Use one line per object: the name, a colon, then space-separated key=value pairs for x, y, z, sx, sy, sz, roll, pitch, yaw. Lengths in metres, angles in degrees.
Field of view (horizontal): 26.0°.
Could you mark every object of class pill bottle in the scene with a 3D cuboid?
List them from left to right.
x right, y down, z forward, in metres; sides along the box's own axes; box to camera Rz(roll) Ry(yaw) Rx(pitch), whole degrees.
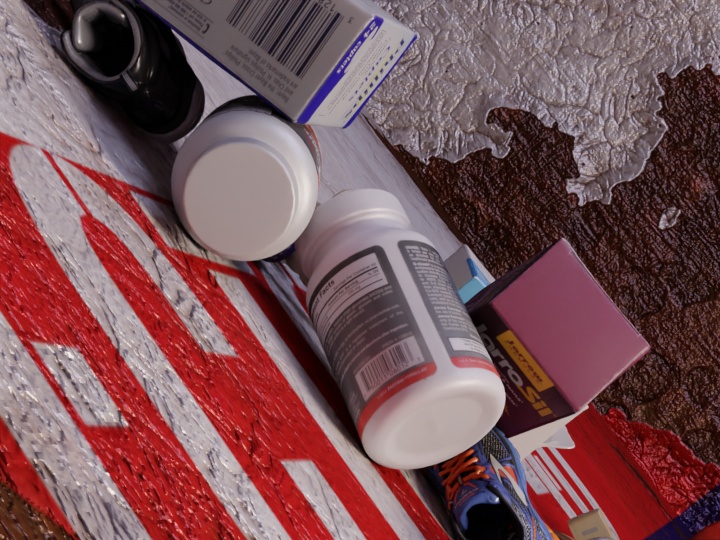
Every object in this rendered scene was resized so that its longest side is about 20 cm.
pill bottle: x=-0.085 y=-0.069 z=1.185 sx=0.111 sy=0.110 sz=0.200 roll=49 pitch=8 yaw=-9
pill bottle: x=0.025 y=0.041 z=1.206 sx=0.116 sy=0.115 sz=0.201 roll=40 pitch=22 yaw=-53

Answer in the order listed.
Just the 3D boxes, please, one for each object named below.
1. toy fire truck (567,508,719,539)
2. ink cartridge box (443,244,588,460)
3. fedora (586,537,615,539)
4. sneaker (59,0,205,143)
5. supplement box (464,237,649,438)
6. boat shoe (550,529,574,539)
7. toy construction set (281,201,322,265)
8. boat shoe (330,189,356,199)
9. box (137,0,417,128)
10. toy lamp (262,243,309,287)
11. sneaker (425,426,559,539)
toy fire truck: x=0.302 y=0.295 z=1.496 sx=0.200 sy=0.176 sz=0.129 roll=41 pitch=13 yaw=-46
ink cartridge box: x=0.124 y=0.101 z=1.542 sx=0.200 sy=0.125 sz=0.129 roll=49 pitch=8 yaw=-12
fedora: x=0.172 y=0.250 z=1.095 sx=0.199 sy=0.090 sz=0.178 roll=13 pitch=36 yaw=-51
sneaker: x=-0.199 y=-0.200 z=1.249 sx=0.201 sy=0.075 sz=0.114 roll=58 pitch=8 yaw=26
supplement box: x=0.133 y=0.062 z=1.266 sx=0.111 sy=0.085 sz=0.200 roll=51 pitch=-20 yaw=1
boat shoe: x=0.178 y=0.280 z=1.238 sx=0.068 sy=0.072 sz=0.201 roll=45 pitch=12 yaw=-46
toy construction set: x=0.000 y=0.000 z=1.417 sx=0.200 sy=0.092 sz=0.132 roll=31 pitch=37 yaw=-55
boat shoe: x=0.027 y=-0.016 z=1.712 sx=0.200 sy=0.074 sz=0.069 roll=44 pitch=5 yaw=-47
box: x=-0.069 y=-0.207 z=1.250 sx=0.183 sy=0.105 sz=0.200 roll=38 pitch=11 yaw=7
toy lamp: x=-0.007 y=0.042 z=1.321 sx=0.200 sy=0.058 sz=0.058 roll=50 pitch=8 yaw=-11
sneaker: x=0.099 y=0.180 z=1.247 sx=0.078 sy=0.075 sz=0.201 roll=35 pitch=16 yaw=-53
